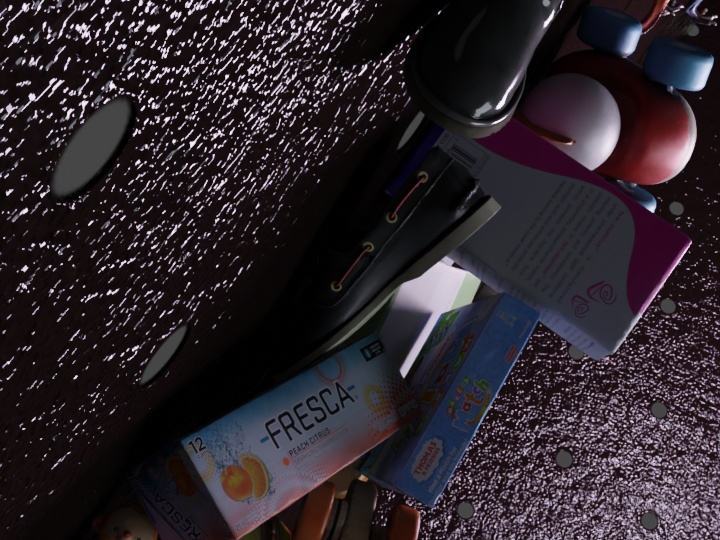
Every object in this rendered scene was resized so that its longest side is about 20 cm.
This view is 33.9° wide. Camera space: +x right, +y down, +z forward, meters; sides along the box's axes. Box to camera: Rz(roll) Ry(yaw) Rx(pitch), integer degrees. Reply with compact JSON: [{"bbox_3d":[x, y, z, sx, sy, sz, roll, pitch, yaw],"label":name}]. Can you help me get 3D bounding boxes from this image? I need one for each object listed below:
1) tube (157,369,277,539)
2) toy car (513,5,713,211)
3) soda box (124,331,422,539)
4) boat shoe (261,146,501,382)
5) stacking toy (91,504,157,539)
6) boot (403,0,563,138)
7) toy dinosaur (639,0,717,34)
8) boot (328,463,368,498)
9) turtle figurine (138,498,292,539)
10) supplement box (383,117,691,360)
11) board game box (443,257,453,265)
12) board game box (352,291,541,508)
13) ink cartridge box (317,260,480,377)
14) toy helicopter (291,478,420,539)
[{"bbox_3d":[-0.088,0.147,0.898,0.200,0.058,0.052,-58,160,17],"label":"tube"},{"bbox_3d":[0.201,-0.147,1.129,0.200,0.177,0.184,-5,122,-40],"label":"toy car"},{"bbox_3d":[-0.049,0.109,0.752,0.064,0.068,0.200,-33,174,39],"label":"soda box"},{"bbox_3d":[0.001,-0.001,0.786,0.201,0.063,0.074,-43,-179,25],"label":"boat shoe"},{"bbox_3d":[-0.169,0.224,0.670,0.200,0.116,0.110,-63,178,-22],"label":"stacking toy"},{"bbox_3d":[0.102,-0.184,0.600,0.200,0.073,0.182,-55,-172,49],"label":"boot"},{"bbox_3d":[0.427,-0.397,1.476,0.200,0.105,0.182,-35,142,-29],"label":"toy dinosaur"},{"bbox_3d":[0.020,0.133,1.142,0.201,0.071,0.144,-52,178,-7],"label":"boot"},{"bbox_3d":[-0.093,0.190,0.802,0.200,0.064,0.161,-60,148,4],"label":"turtle figurine"},{"bbox_3d":[0.128,-0.032,0.882,0.101,0.200,0.103,-53,171,-4],"label":"supplement box"},{"bbox_3d":[0.018,0.044,1.105,0.200,0.040,0.153,-54,171,1],"label":"board game box"},{"bbox_3d":[0.058,0.096,0.882,0.151,0.037,0.200,-59,-175,-10],"label":"board game box"},{"bbox_3d":[0.028,0.051,0.981,0.146,0.048,0.200,-66,160,4],"label":"ink cartridge box"},{"bbox_3d":[-0.027,0.244,0.824,0.132,0.079,0.200,122,-15,-76],"label":"toy helicopter"}]
